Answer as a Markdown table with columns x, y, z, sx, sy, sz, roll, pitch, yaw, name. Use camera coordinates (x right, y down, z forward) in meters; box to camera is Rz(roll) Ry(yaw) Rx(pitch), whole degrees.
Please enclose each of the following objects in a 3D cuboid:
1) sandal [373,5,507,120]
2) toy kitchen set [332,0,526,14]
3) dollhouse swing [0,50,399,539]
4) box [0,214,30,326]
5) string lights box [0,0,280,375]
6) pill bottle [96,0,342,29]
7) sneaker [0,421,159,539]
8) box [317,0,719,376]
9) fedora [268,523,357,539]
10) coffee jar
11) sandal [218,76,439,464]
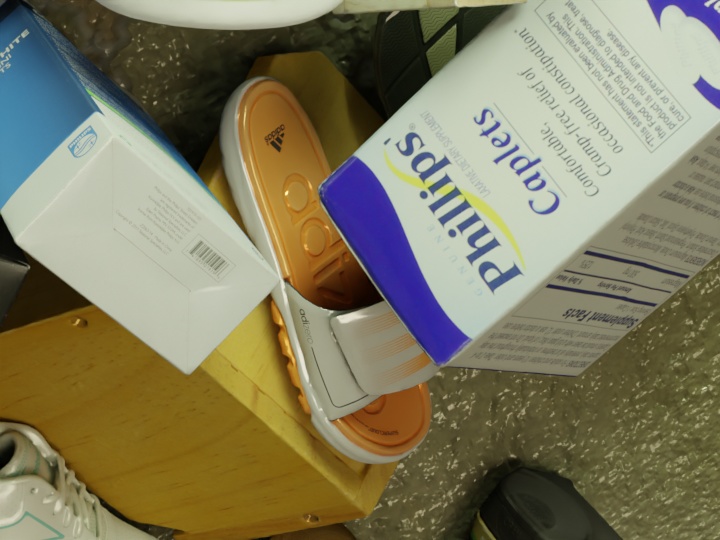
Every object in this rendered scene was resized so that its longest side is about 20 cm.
| x | y | z | sx | sy | sz | roll | pitch | yaw | name |
| --- | --- | --- | --- | --- | --- | --- | --- | --- | --- |
| 0.053 | -0.082 | 0.935 | 0.080 | 0.057 | 0.201 | -21 | 131 | -2 | sandal |
| 0.095 | -0.214 | 0.745 | 0.180 | 0.163 | 0.201 | -10 | 101 | -39 | toy kitchen set |
| -0.073 | 0.011 | 0.938 | 0.181 | 0.176 | 0.200 | -16 | 136 | 34 | dollhouse swing |
| -0.254 | 0.032 | 0.790 | 0.124 | 0.149 | 0.200 | 20 | 106 | -32 | box |
| -0.118 | -0.048 | 0.780 | 0.059 | 0.200 | 0.103 | -46 | 125 | 3 | string lights box |
| -0.053 | -0.203 | 0.686 | 0.111 | 0.111 | 0.201 | -8 | 118 | -22 | pill bottle |
| -0.170 | 0.127 | 0.919 | 0.200 | 0.071 | 0.080 | 25 | 118 | -31 | sneaker |
| 0.111 | -0.053 | 0.819 | 0.200 | 0.105 | 0.184 | -43 | 159 | 16 | box |
| -0.058 | 0.232 | 1.016 | 0.200 | 0.082 | 0.202 | -18 | 111 | -60 | fedora |
| 0.087 | 0.224 | 1.089 | 0.085 | 0.104 | 0.200 | 18 | 107 | -35 | coffee jar |
| -0.005 | 0.004 | 0.858 | 0.079 | 0.059 | 0.207 | -43 | 118 | -42 | sandal |
